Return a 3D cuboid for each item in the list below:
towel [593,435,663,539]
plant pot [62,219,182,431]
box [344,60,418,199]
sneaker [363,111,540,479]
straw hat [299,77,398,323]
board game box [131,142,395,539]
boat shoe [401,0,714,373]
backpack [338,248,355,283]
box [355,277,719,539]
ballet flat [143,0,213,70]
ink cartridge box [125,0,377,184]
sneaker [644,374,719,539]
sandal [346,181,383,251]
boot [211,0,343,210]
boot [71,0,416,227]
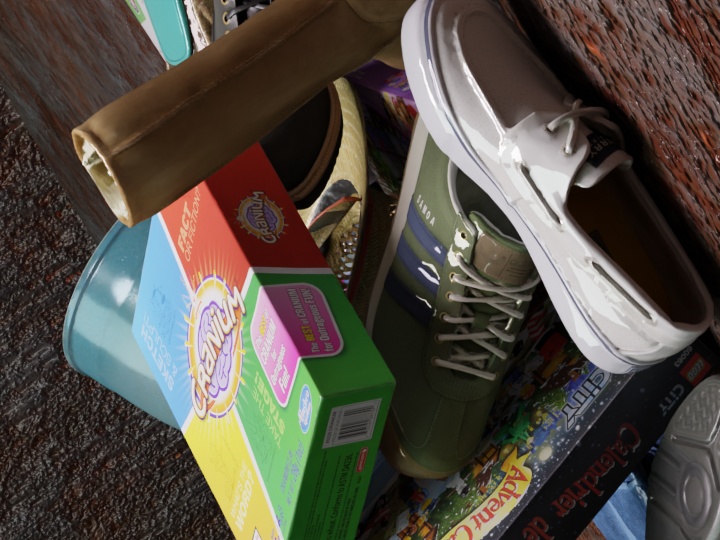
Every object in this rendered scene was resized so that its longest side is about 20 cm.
[{"bbox_3d":[0.169,0.139,1.597,0.112,0.048,0.200,56,171,-5],"label":"towel"},{"bbox_3d":[-0.097,0.047,2.276,0.188,0.200,0.200,35,163,22],"label":"plant pot"},{"bbox_3d":[0.047,-0.053,1.584,0.137,0.039,0.200,59,171,-16],"label":"box"},{"bbox_3d":[0.052,-0.001,1.393,0.090,0.067,0.201,172,108,-67],"label":"sneaker"},{"bbox_3d":[0.000,0.000,1.589,0.085,0.202,0.201,14,-174,-20],"label":"straw hat"},{"bbox_3d":[-0.052,0.042,1.451,0.153,0.040,0.200,104,147,-41],"label":"board game box"},{"bbox_3d":[0.094,-0.048,1.318,0.070,0.071,0.201,-28,92,54],"label":"boat shoe"},{"bbox_3d":[0.043,0.073,1.781,0.201,0.126,0.167,60,174,-6],"label":"backpack"},{"bbox_3d":[0.073,0.088,1.440,0.038,0.200,0.137,40,180,-29],"label":"box"},{"bbox_3d":[-0.077,-0.111,1.636,0.070,0.065,0.201,0,101,57],"label":"ballet flat"},{"bbox_3d":[-0.061,-0.128,1.743,0.200,0.084,0.146,57,171,-6],"label":"ink cartridge box"},{"bbox_3d":[0.197,0.134,1.397,0.076,0.114,0.200,-130,37,-59],"label":"sneaker"},{"bbox_3d":[-0.042,-0.078,1.889,0.201,0.076,0.043,55,-162,8],"label":"sandal"},{"bbox_3d":[-0.059,-0.142,1.516,0.139,0.077,0.201,74,-172,-52],"label":"boot"},{"bbox_3d":[-0.046,-0.093,1.410,0.066,0.200,0.175,51,170,13],"label":"boot"}]
